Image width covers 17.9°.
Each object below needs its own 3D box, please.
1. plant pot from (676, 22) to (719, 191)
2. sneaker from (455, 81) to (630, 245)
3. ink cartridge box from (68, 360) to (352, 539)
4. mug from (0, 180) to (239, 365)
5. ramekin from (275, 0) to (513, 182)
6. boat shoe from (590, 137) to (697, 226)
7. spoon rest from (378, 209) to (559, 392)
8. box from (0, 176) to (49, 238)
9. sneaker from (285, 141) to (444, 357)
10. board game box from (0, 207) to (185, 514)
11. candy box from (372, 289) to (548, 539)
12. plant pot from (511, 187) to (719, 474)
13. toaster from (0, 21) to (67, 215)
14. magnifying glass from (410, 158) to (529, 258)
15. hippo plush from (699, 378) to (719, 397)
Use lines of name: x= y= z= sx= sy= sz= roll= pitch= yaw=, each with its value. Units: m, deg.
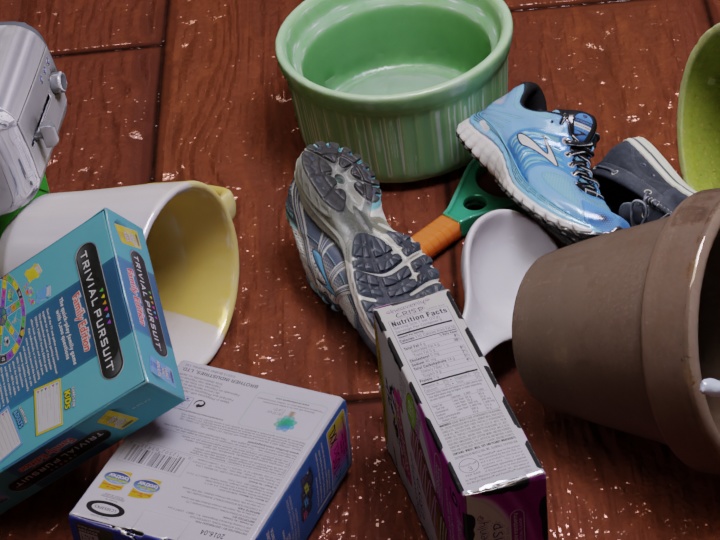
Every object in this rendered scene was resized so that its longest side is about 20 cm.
plant pot: x=0.372 y=-0.102 z=1.760 sx=0.184 sy=0.201 sz=0.200 roll=-9 pitch=38 yaw=-21
sneaker: x=0.153 y=-0.086 z=1.787 sx=0.090 sy=0.078 sz=0.200 roll=-46 pitch=47 yaw=8
ink cartridge box: x=-0.109 y=0.163 z=1.581 sx=0.136 sy=0.076 sz=0.200 roll=12 pitch=42 yaw=23
mug: x=-0.186 y=0.002 z=1.762 sx=0.153 sy=0.150 sz=0.186 roll=5 pitch=1 yaw=27
ramekin: x=0.033 y=-0.162 z=1.928 sx=0.199 sy=0.098 sz=0.200 roll=-5 pitch=38 yaw=4
boat shoe: x=0.236 y=-0.035 z=1.774 sx=0.062 sy=0.075 sz=0.200 roll=-25 pitch=39 yaw=-8
spoon rest: x=0.093 y=0.032 z=1.708 sx=0.200 sy=0.099 sz=0.061 roll=-50 pitch=11 yaw=-34
box: x=-0.367 y=-0.039 z=1.848 sx=0.176 sy=0.097 sz=0.200 roll=0 pitch=40 yaw=10
sneaker: x=0.000 y=0.000 z=1.771 sx=0.077 sy=0.086 sz=0.200 roll=-6 pitch=57 yaw=-31
board game box: x=-0.229 y=0.071 z=1.628 sx=0.200 sy=0.047 sz=0.151 roll=-31 pitch=55 yaw=21
candy box: x=0.068 y=0.128 z=1.550 sx=0.061 sy=0.137 sz=0.200 roll=-14 pitch=39 yaw=-10
plant pot: x=0.206 y=0.041 z=1.611 sx=0.174 sy=0.201 sz=0.200 roll=1 pitch=37 yaw=36
toaster: x=-0.327 y=-0.108 z=1.761 sx=0.199 sy=0.114 sz=0.129 roll=-9 pitch=40 yaw=8
magnifying glass: x=0.088 y=-0.048 z=1.848 sx=0.080 sy=0.022 sz=0.200 roll=29 pitch=52 yaw=35
hippo plush: x=0.348 y=0.132 z=1.475 sx=0.159 sy=0.200 sz=0.161 roll=-33 pitch=50 yaw=3
